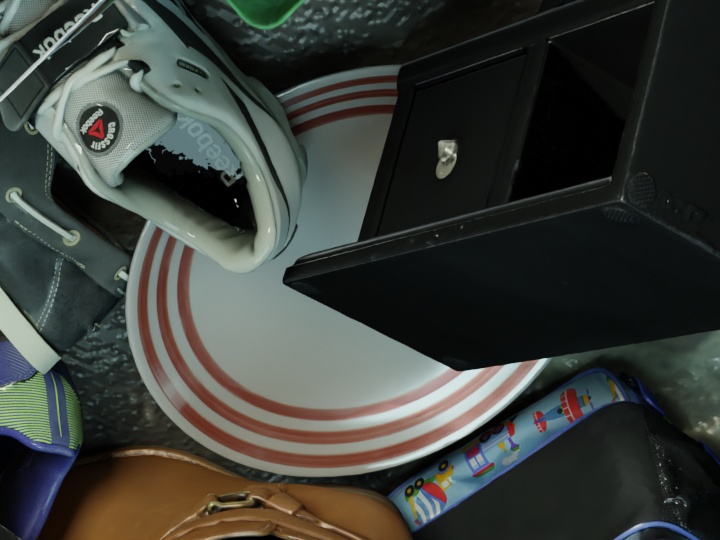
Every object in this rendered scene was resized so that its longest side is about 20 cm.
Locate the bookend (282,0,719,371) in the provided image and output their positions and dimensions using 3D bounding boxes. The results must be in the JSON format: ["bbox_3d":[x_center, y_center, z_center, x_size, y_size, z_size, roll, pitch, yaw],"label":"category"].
[{"bbox_3d":[0.085,-0.080,0.842,0.092,0.201,0.198,27,159,-28],"label":"bookend"}]

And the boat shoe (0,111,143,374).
[{"bbox_3d":[-0.150,-0.049,0.886,0.067,0.072,0.201,-34,128,-3],"label":"boat shoe"}]

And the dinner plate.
[{"bbox_3d":[0.000,0.000,0.957,0.198,0.024,0.201,-8,125,-11],"label":"dinner plate"}]

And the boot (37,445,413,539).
[{"bbox_3d":[-0.075,0.124,0.967,0.198,0.155,0.077,6,94,4],"label":"boot"}]

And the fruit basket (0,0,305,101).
[{"bbox_3d":[-0.020,-0.130,0.736,0.185,0.200,0.094,-39,104,23],"label":"fruit basket"}]

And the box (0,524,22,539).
[{"bbox_3d":[-0.148,0.209,0.992,0.193,0.048,0.200,37,129,-20],"label":"box"}]

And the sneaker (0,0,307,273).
[{"bbox_3d":[-0.094,-0.076,0.832,0.200,0.089,0.074,40,106,-17],"label":"sneaker"}]

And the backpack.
[{"bbox_3d":[0.121,0.167,1.061,0.182,0.135,0.200,-36,126,22],"label":"backpack"}]

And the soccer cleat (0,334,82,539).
[{"bbox_3d":[-0.181,0.115,0.986,0.064,0.084,0.201,14,124,-37],"label":"soccer cleat"}]
